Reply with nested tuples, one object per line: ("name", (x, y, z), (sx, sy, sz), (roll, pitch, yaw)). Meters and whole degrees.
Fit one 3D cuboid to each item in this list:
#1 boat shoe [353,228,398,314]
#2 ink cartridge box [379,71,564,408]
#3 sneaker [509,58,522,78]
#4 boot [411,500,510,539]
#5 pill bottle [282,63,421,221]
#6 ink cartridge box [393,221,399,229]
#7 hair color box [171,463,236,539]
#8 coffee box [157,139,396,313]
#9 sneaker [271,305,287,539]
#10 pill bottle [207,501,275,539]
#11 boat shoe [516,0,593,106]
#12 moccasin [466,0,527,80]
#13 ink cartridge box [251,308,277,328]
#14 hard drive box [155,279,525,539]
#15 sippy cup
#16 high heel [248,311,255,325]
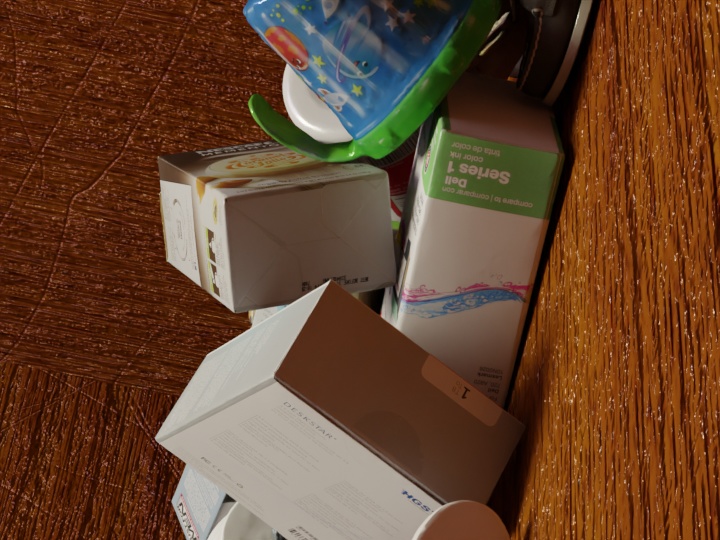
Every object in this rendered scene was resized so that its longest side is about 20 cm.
("boat shoe", (0.000, 0.000, 1.637), (0.200, 0.065, 0.072), (-40, -35, -76))
("ink cartridge box", (0.069, -0.015, 1.481), (0.145, 0.084, 0.200), (-90, 11, -68))
("sneaker", (0.088, -0.229, 1.587), (0.076, 0.115, 0.200), (-85, 7, -53))
("boot", (0.040, 0.236, 1.279), (0.090, 0.073, 0.201), (129, 152, -67))
("pill bottle", (0.027, -0.105, 1.690), (0.200, 0.112, 0.113), (48, -133, -59))
("ink cartridge box", (0.034, 0.007, 1.894), (0.148, 0.076, 0.200), (-87, 11, -62))
("hair color box", (-0.071, 0.140, 1.702), (0.061, 0.099, 0.200), (64, 152, 26))
("coffee box", (-0.061, -0.035, 1.522), (0.200, 0.114, 0.080), (-152, 55, -69))
("sneaker", (-0.046, 0.101, 1.561), (0.079, 0.095, 0.201), (110, 148, -77))
("pill bottle", (-0.069, 0.235, 1.668), (0.200, 0.109, 0.110), (111, 170, -63))
("boat shoe", (0.124, -0.205, 1.427), (0.072, 0.060, 0.202), (-91, 14, -67))
("moccasin", (0.093, -0.199, 1.519), (0.201, 0.078, 0.074), (-53, 51, 48))
("ink cartridge box", (-0.017, 0.098, 1.776), (0.083, 0.146, 0.200), (-41, -20, -36))
("hard drive box", (-0.017, 0.103, 1.406), (0.077, 0.156, 0.200), (-59, 14, -27))
("sippy cup", (0.001, -0.164, 1.448), (0.178, 0.130, 0.140), (-54, 11, -12))
("high heel", (-0.046, -0.015, 1.884), (0.200, 0.071, 0.143), (-57, 1, -23))
